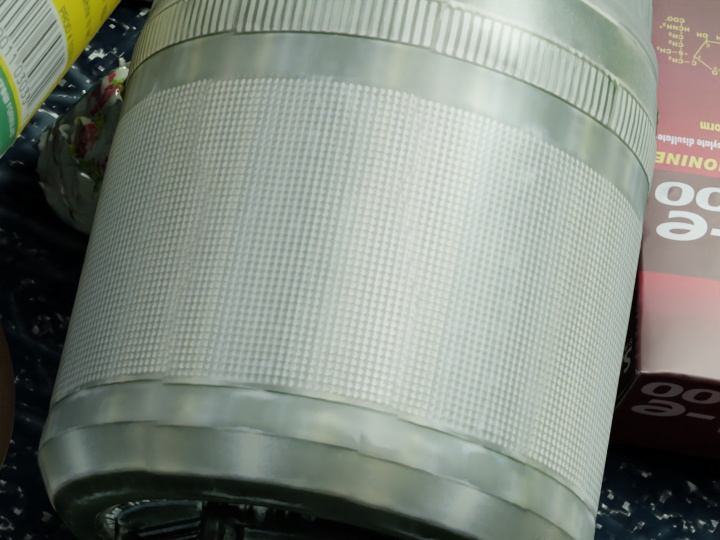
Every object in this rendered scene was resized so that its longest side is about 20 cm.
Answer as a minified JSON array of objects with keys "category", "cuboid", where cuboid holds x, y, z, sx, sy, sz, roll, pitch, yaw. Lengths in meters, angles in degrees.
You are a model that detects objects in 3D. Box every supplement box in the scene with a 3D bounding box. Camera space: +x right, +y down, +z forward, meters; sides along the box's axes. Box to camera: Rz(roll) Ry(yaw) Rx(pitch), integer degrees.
[{"category":"supplement box","cuboid":[0.143,-0.031,0.947,0.108,0.061,0.201,9,61,-9]}]

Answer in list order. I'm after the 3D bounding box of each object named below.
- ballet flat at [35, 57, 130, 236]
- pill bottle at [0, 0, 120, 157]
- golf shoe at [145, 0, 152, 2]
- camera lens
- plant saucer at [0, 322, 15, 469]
[{"category":"ballet flat","cuboid":[-0.013,-0.011,0.887,0.199,0.064,0.076,22,40,-8]},{"category":"pill bottle","cuboid":[-0.107,-0.124,0.777,0.113,0.113,0.200,32,63,4]},{"category":"golf shoe","cuboid":[-0.124,-0.135,0.916,0.200,0.097,0.079,-17,80,-37]},{"category":"camera lens","cuboid":[0.000,0.000,0.769,0.160,0.160,0.201,16,70,-14]},{"category":"plant saucer","cuboid":[-0.196,0.011,0.786,0.200,0.035,0.201,15,44,-15]}]
